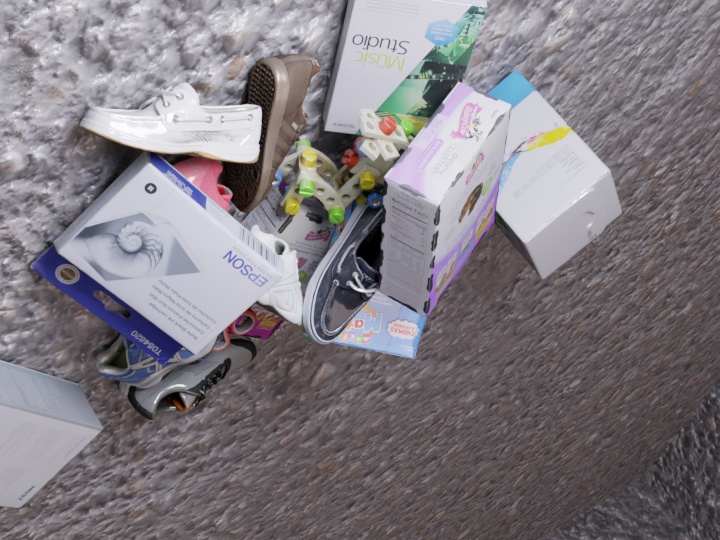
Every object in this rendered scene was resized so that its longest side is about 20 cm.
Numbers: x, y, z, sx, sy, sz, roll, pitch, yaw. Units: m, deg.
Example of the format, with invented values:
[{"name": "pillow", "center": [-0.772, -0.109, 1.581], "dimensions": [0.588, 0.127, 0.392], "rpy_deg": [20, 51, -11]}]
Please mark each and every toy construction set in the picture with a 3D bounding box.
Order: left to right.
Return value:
[{"name": "toy construction set", "center": [-0.009, -0.125, 1.307], "dimensions": [0.130, 0.094, 0.199], "rpy_deg": [24, 148, -30]}]

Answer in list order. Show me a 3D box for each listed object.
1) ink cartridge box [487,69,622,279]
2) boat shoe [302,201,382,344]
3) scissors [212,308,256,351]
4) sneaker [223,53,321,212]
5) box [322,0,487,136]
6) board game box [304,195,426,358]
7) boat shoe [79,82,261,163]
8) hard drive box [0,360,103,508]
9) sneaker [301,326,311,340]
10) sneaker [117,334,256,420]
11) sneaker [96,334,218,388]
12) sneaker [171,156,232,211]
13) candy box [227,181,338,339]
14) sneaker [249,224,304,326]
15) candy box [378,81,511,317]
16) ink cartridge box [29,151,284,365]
[{"name": "ink cartridge box", "center": [0.226, -0.125, 1.551], "dimensions": [0.145, 0.201, 0.147], "rpy_deg": [-39, 153, 2]}, {"name": "boat shoe", "center": [0.000, 0.000, 1.373], "dimensions": [0.071, 0.068, 0.202], "rpy_deg": [30, 90, -31]}, {"name": "scissors", "center": [-0.160, 0.028, 1.383], "dimensions": [0.072, 0.014, 0.202], "rpy_deg": [-25, 147, -19]}, {"name": "sneaker", "center": [-0.091, -0.146, 1.269], "dimensions": [0.075, 0.071, 0.202], "rpy_deg": [-18, 147, -36]}, {"name": "box", "center": [0.044, -0.228, 1.278], "dimensions": [0.142, 0.037, 0.201], "rpy_deg": [5, 140, -10]}, {"name": "board game box", "center": [0.028, -0.001, 1.446], "dimensions": [0.149, 0.037, 0.203], "rpy_deg": [13, 99, -27]}, {"name": "boat shoe", "center": [-0.184, -0.153, 1.158], "dimensions": [0.198, 0.070, 0.071], "rpy_deg": [2, 107, -42]}, {"name": "hard drive box", "center": [-0.424, 0.192, 1.358], "dimensions": [0.156, 0.077, 0.200], "rpy_deg": [-42, 152, 6]}, {"name": "sneaker", "center": [-0.032, 0.004, 1.548], "dimensions": [0.076, 0.092, 0.201], "rpy_deg": [9, 137, -30]}, {"name": "sneaker", "center": [-0.219, 0.144, 1.539], "dimensions": [0.198, 0.080, 0.075], "rpy_deg": [-21, 146, -34]}, {"name": "sneaker", "center": [-0.241, 0.085, 1.399], "dimensions": [0.076, 0.077, 0.199], "rpy_deg": [10, 139, -47]}, {"name": "sneaker", "center": [-0.176, -0.052, 1.301], "dimensions": [0.086, 0.074, 0.201], "rpy_deg": [-30, 151, -19]}, {"name": "candy box", "center": [-0.112, -0.009, 1.457], "dimensions": [0.200, 0.061, 0.136], "rpy_deg": [-48, 149, 18]}, {"name": "sneaker", "center": [-0.096, 0.010, 1.372], "dimensions": [0.081, 0.070, 0.200], "rpy_deg": [-63, 159, -7]}, {"name": "candy box", "center": [0.093, -0.078, 1.305], "dimensions": [0.168, 0.071, 0.202], "rpy_deg": [-52, 158, -32]}, {"name": "ink cartridge box", "center": [-0.216, 0.001, 1.231], "dimensions": [0.199, 0.041, 0.199], "rpy_deg": [-40, 119, 20]}]
